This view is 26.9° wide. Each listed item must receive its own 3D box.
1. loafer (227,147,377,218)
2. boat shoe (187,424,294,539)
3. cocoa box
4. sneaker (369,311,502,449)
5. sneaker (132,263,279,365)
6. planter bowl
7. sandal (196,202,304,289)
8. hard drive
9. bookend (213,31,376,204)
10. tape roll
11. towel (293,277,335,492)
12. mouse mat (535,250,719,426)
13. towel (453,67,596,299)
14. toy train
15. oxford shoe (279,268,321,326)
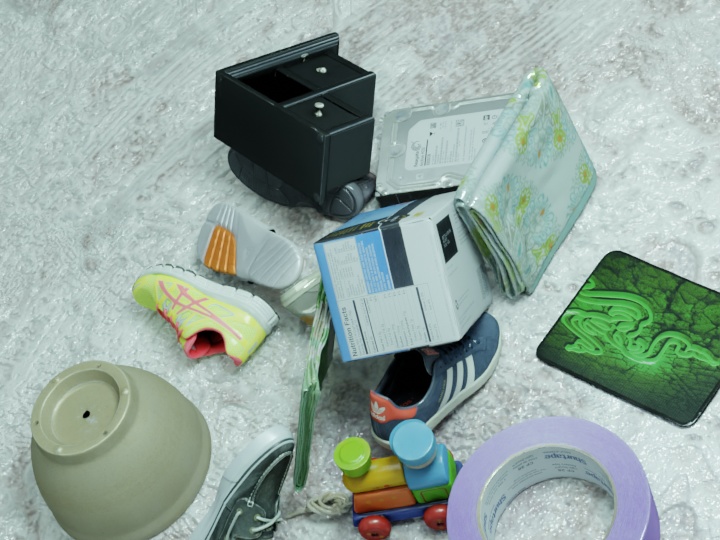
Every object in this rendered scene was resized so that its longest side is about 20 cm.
[{"bbox_3d":[-0.070,-0.117,1.851,0.199,0.072,0.063,21,41,27],"label":"loafer"},{"bbox_3d":[-0.111,0.248,1.536,0.071,0.072,0.201,43,117,27],"label":"boat shoe"},{"bbox_3d":[0.048,0.003,1.592,0.130,0.134,0.200,-12,8,17],"label":"cocoa box"},{"bbox_3d":[0.081,0.098,1.590,0.075,0.085,0.200,18,51,34],"label":"sneaker"},{"bbox_3d":[-0.196,0.055,1.753,0.199,0.078,0.091,14,67,32],"label":"sneaker"},{"bbox_3d":[-0.278,0.182,1.648,0.199,0.135,0.201,-11,50,13],"label":"planter bowl"},{"bbox_3d":[-0.122,-0.016,1.788,0.206,0.059,0.080,28,92,47],"label":"sandal"},{"bbox_3d":[0.120,-0.144,1.805,0.198,0.038,0.141,-6,52,19],"label":"hard drive"},{"bbox_3d":[-0.040,-0.189,1.818,0.198,0.093,0.200,-24,44,-37],"label":"bookend"},{"bbox_3d":[0.186,0.243,1.458,0.198,0.066,0.201,-12,51,14],"label":"tape roll"},{"bbox_3d":[-0.044,0.108,1.582,0.023,0.153,0.201,8,40,0],"label":"towel"},{"bbox_3d":[0.303,0.067,1.587,0.199,0.008,0.161,24,66,36],"label":"mouse mat"},{"bbox_3d":[0.185,-0.092,1.649,0.048,0.172,0.201,12,59,36],"label":"towel"},{"bbox_3d":[-0.001,0.212,1.524,0.198,0.116,0.085,-11,50,13],"label":"toy train"},{"bbox_3d":[0.000,0.000,1.733,0.199,0.075,0.058,-34,90,-16],"label":"oxford shoe"}]
